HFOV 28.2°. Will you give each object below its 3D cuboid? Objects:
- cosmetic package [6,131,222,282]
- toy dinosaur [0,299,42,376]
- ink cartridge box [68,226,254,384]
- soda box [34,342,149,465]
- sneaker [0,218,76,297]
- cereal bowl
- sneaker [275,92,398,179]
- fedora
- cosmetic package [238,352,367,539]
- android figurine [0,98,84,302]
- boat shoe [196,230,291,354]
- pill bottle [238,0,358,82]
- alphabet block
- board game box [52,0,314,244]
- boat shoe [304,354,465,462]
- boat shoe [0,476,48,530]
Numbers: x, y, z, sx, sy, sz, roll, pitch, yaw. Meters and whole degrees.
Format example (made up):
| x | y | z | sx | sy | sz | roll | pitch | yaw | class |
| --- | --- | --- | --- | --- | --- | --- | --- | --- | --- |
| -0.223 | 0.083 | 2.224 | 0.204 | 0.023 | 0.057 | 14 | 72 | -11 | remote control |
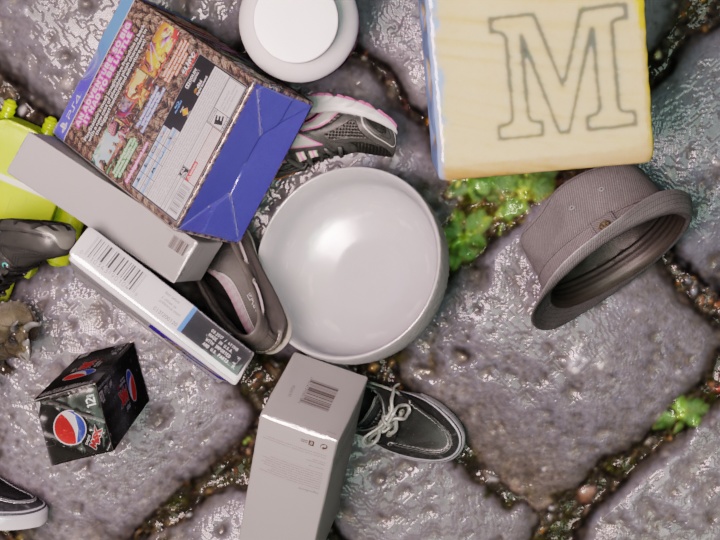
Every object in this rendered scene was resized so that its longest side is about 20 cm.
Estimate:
| x | y | z | sx | sy | sz | roll | pitch | yaw | class |
| --- | --- | --- | --- | --- | --- | --- | --- | --- | --- |
| -0.237 | -0.060 | 1.388 | 0.199 | 0.083 | 0.051 | 33 | 99 | 10 | cosmetic package |
| -0.402 | 0.061 | 1.475 | 0.199 | 0.077 | 0.103 | 18 | 113 | 19 | toy dinosaur |
| -0.199 | 0.040 | 1.419 | 0.198 | 0.200 | 0.043 | 37 | 80 | -6 | ink cartridge box |
| -0.263 | 0.129 | 1.422 | 0.063 | 0.200 | 0.071 | -13 | 98 | 4 | soda box |
| -0.346 | -0.010 | 1.394 | 0.199 | 0.075 | 0.080 | -2 | 86 | 40 | sneaker |
| 0.000 | 0.000 | 1.445 | 0.199 | 0.083 | 0.201 | -5 | 76 | 21 | cereal bowl |
| -0.061 | -0.129 | 1.440 | 0.199 | 0.080 | 0.087 | 9 | 78 | 10 | sneaker |
| 0.231 | -0.037 | 1.435 | 0.200 | 0.177 | 0.091 | -38 | 67 | 13 | fedora |
| -0.059 | 0.198 | 1.436 | 0.084 | 0.108 | 0.201 | 18 | 125 | 7 | cosmetic package |
| -0.371 | -0.074 | 1.473 | 0.181 | 0.041 | 0.201 | 21 | 100 | -2 | android figurine |
| -0.135 | -0.003 | 1.428 | 0.067 | 0.057 | 0.200 | -41 | 63 | 13 | boat shoe |
| -0.056 | -0.236 | 1.369 | 0.112 | 0.200 | 0.113 | 0 | 99 | 0 | pill bottle |
| 0.162 | -0.198 | 1.380 | 0.199 | 0.195 | 0.198 | -5 | 100 | 2 | alphabet block |
| -0.173 | -0.147 | 1.382 | 0.200 | 0.097 | 0.160 | 37 | 103 | 32 | board game box |
| 0.019 | 0.147 | 1.490 | 0.199 | 0.068 | 0.074 | 31 | 97 | -4 | boat shoe |
| -0.422 | 0.220 | 1.505 | 0.199 | 0.072 | 0.068 | 14 | 100 | 5 | boat shoe |
